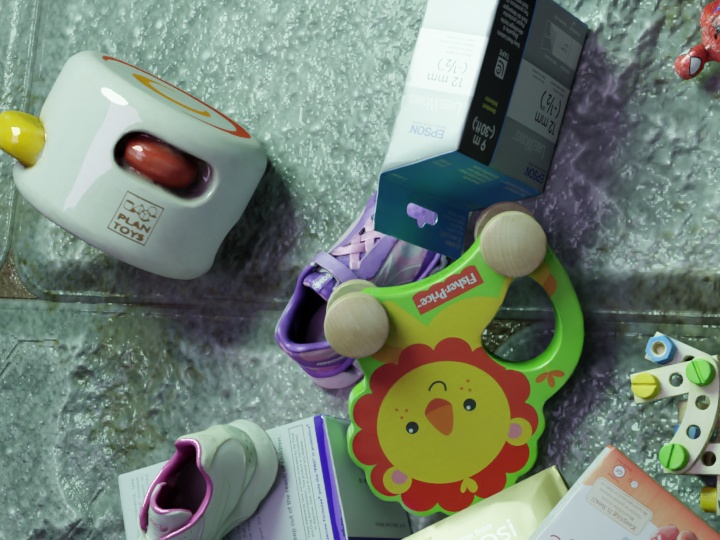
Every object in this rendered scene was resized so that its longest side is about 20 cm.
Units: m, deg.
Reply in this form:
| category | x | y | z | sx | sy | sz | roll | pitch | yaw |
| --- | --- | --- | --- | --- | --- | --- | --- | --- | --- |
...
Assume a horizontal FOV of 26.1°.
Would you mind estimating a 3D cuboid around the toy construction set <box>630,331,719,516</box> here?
| category | x | y | z | sx | sy | sz | roll | pitch | yaw |
| --- | --- | --- | --- | --- | --- | --- | --- | --- | --- |
| toy construction set | 0.277 | 0.101 | 1.022 | 0.200 | 0.092 | 0.131 | -7 | 77 | 41 |

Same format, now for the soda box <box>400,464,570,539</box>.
| category | x | y | z | sx | sy | sz | roll | pitch | yaw |
| --- | --- | --- | --- | --- | --- | --- | --- | --- | --- |
| soda box | 0.068 | 0.217 | 1.089 | 0.200 | 0.068 | 0.064 | -27 | 50 | 3 |

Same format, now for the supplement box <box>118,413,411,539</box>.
| category | x | y | z | sx | sy | sz | roll | pitch | yaw |
| --- | --- | --- | --- | --- | --- | --- | --- | --- | --- |
| supplement box | -0.076 | 0.187 | 1.205 | 0.200 | 0.101 | 0.103 | -20 | 71 | 26 |

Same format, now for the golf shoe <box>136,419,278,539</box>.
| category | x | y | z | sx | sy | sz | roll | pitch | yaw |
| --- | --- | --- | --- | --- | --- | --- | --- | --- | --- |
| golf shoe | -0.139 | 0.195 | 1.129 | 0.075 | 0.092 | 0.200 | 31 | 99 | 30 |

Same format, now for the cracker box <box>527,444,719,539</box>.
| category | x | y | z | sx | sy | sz | roll | pitch | yaw |
| --- | --- | --- | --- | --- | --- | --- | --- | --- | --- |
| cracker box | 0.151 | 0.231 | 1.007 | 0.134 | 0.058 | 0.200 | 40 | 91 | 7 |

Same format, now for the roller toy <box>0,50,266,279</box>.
| category | x | y | z | sx | sy | sz | roll | pitch | yaw |
| --- | --- | --- | --- | --- | --- | --- | --- | --- | --- |
| roller toy | -0.183 | -0.081 | 1.269 | 0.182 | 0.200 | 0.140 | 33 | 99 | 25 |

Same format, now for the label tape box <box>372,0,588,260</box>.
| category | x | y | z | sx | sy | sz | roll | pitch | yaw |
| --- | --- | --- | --- | --- | --- | --- | --- | --- | --- |
| label tape box | 0.089 | -0.109 | 1.136 | 0.066 | 0.143 | 0.200 | 12 | 87 | 33 |

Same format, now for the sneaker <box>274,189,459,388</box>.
| category | x | y | z | sx | sy | sz | roll | pitch | yaw |
| --- | --- | --- | --- | --- | --- | --- | --- | --- | --- |
| sneaker | 0.000 | 0.000 | 1.203 | 0.080 | 0.088 | 0.200 | 37 | 99 | 32 |

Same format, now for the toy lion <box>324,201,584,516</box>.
| category | x | y | z | sx | sy | sz | roll | pitch | yaw |
| --- | --- | --- | --- | --- | --- | --- | --- | --- | --- |
| toy lion | 0.074 | 0.075 | 1.127 | 0.200 | 0.069 | 0.192 | -28 | 100 | 4 |

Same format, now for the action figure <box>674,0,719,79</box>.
| category | x | y | z | sx | sy | sz | roll | pitch | yaw |
| --- | --- | --- | --- | --- | --- | --- | --- | --- | --- |
| action figure | 0.299 | -0.205 | 1.088 | 0.200 | 0.052 | 0.065 | -44 | 66 | 19 |
